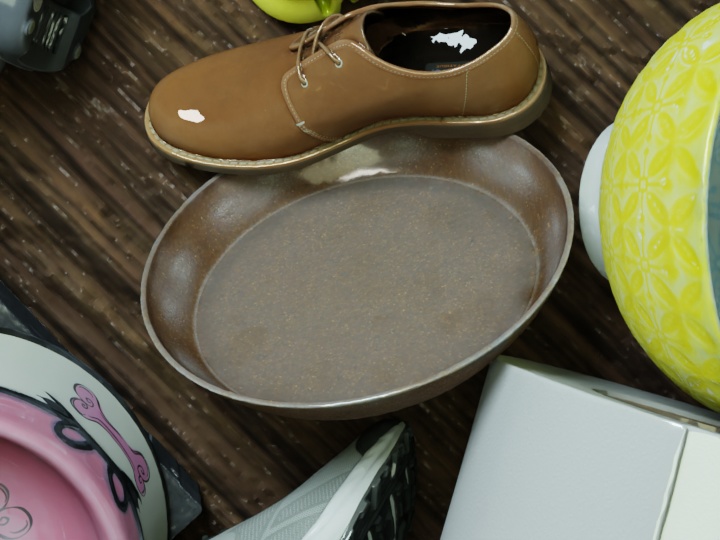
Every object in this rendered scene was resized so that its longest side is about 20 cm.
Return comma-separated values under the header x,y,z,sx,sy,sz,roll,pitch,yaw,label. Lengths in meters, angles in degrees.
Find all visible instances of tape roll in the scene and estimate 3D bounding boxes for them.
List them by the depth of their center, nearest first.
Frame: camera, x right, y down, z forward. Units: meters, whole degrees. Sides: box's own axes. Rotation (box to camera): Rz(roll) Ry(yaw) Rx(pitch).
x,y,z,sx,sy,sz,roll,pitch,yaw,label
0.133,0.131,0.699,0.201,0.203,0.141,16,92,2,tape roll

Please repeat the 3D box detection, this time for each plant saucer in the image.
x,y,z,sx,sy,sz,roll,pitch,yaw,label
0.000,0.000,0.731,0.198,0.201,0.035,-14,128,3,plant saucer

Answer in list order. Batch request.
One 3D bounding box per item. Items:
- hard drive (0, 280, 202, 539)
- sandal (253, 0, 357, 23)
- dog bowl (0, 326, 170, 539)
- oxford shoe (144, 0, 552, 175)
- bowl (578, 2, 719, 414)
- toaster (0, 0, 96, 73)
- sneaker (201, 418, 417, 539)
x,y,z,sx,sy,sz,roll,pitch,yaw,label
-0.191,0.085,0.767,0.140,0.038,0.200,-42,107,3,hard drive
0.031,-0.185,0.760,0.199,0.087,0.080,-33,87,0,sandal
-0.184,0.130,0.723,0.198,0.074,0.202,-2,104,-8,dog bowl
-0.014,-0.096,0.757,0.198,0.071,0.072,-9,64,12,oxford shoe
0.164,-0.029,0.731,0.107,0.199,0.202,4,90,44,bowl
-0.174,-0.200,0.756,0.128,0.114,0.202,21,93,5,toaster
-0.037,0.131,0.732,0.079,0.200,0.074,19,133,28,sneaker
